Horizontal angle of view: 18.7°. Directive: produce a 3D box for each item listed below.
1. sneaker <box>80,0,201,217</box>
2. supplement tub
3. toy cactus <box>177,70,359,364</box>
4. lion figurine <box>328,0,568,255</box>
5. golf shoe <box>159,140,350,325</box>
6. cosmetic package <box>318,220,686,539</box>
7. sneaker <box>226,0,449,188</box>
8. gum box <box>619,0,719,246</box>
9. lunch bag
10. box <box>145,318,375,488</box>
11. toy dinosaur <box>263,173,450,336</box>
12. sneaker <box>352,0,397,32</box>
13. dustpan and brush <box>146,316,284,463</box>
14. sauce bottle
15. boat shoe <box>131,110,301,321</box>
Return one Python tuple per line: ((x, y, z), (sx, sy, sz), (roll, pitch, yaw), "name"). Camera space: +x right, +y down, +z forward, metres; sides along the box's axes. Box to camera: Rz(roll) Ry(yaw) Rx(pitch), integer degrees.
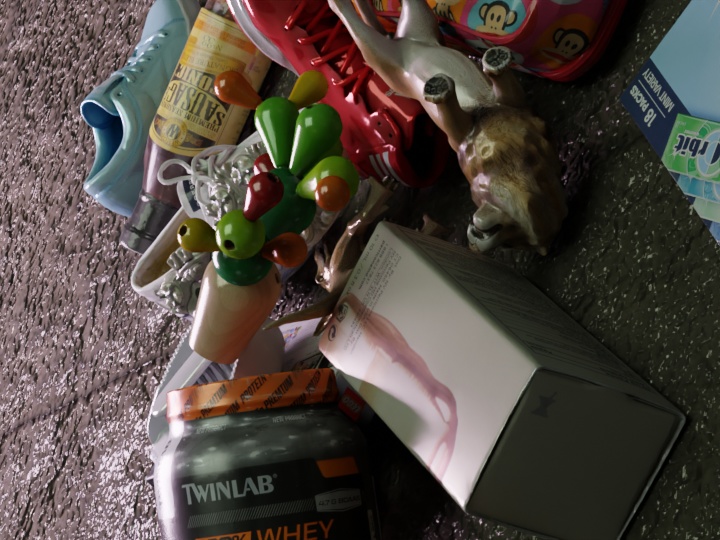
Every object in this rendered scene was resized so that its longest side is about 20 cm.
((-0.169, -0.136, 1.682), (0.074, 0.082, 0.200), (-28, 49, 47), "sneaker")
((-0.048, 0.159, 1.211), (0.123, 0.122, 0.200), (-16, 81, 54), "supplement tub")
((-0.062, -0.025, 1.248), (0.200, 0.102, 0.165), (-82, 17, -68), "toy cactus")
((0.050, -0.103, 1.249), (0.072, 0.123, 0.200), (-30, 55, -1), "lion figurine")
((-0.054, -0.036, 1.423), (0.097, 0.078, 0.200), (-35, -7, -45), "golf shoe")
((0.069, 0.058, 1.165), (0.087, 0.103, 0.200), (-64, 29, 11), "cosmetic package")
((-0.002, -0.134, 1.334), (0.078, 0.200, 0.116), (-45, 32, -17), "sneaker")
((0.228, -0.111, 1.073), (0.200, 0.045, 0.170), (-54, 34, 22), "gum box")
((0.097, -0.213, 1.306), (0.200, 0.082, 0.176), (28, 95, 60), "lunch bag")
((-0.048, 0.077, 1.367), (0.200, 0.035, 0.110), (-26, 28, 49), "box")
((0.000, 0.000, 1.288), (0.101, 0.058, 0.200), (-53, 2, 10), "toy dinosaur")
((-0.038, -0.180, 1.512), (0.078, 0.075, 0.200), (-65, 29, 13), "sneaker")
((-0.078, 0.037, 1.344), (0.200, 0.057, 0.140), (-54, 21, -1), "dustpan and brush")
((-0.119, -0.103, 1.601), (0.066, 0.066, 0.200), (29, 98, 59), "sauce bottle")
((-0.098, -0.051, 1.511), (0.202, 0.086, 0.075), (-48, 36, 32), "boat shoe")
